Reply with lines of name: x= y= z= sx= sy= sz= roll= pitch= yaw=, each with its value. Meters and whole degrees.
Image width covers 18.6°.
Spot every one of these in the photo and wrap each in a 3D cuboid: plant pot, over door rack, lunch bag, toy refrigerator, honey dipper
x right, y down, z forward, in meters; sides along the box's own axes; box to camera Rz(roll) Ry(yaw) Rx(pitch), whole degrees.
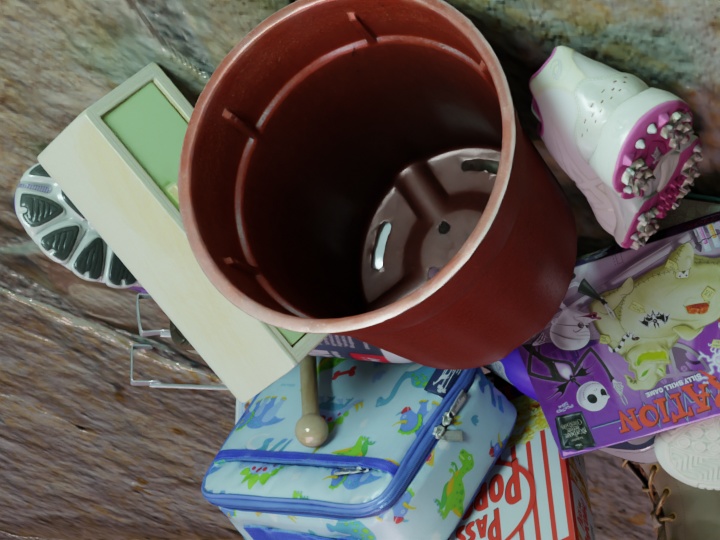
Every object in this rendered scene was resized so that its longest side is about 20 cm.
plant pot: x=0.028 y=-0.035 z=1.278 sx=0.200 sy=0.201 sz=0.195 roll=2 pitch=164 yaw=25
over door rack: x=-0.097 y=0.091 z=1.816 sx=0.200 sy=0.067 sz=0.148 roll=14 pitch=158 yaw=-4
lunch bag: x=-0.003 y=0.124 z=1.502 sx=0.200 sy=0.161 sz=0.082 roll=0 pitch=136 yaw=48
toy refrigerator: x=-0.099 y=-0.025 z=1.365 sx=0.200 sy=0.076 sz=0.070 roll=51 pitch=135 yaw=-3
honey dipper: x=-0.038 y=0.054 z=1.524 sx=0.038 sy=0.200 sz=0.038 roll=-1 pitch=127 yaw=-2

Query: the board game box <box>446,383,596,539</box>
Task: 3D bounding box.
board game box: x=0.079 y=0.165 z=1.488 sx=0.151 sy=0.200 sz=0.046 roll=-24 pitch=119 yaw=13

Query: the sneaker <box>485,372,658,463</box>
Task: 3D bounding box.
sneaker: x=0.129 y=0.076 z=1.648 sx=0.202 sy=0.077 sz=0.146 roll=2 pitch=149 yaw=45

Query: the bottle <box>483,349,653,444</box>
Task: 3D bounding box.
bottle: x=0.122 y=0.052 z=1.490 sx=0.200 sy=0.065 sz=0.083 roll=31 pitch=-178 yaw=40

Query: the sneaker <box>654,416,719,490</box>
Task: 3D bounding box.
sneaker: x=0.284 y=0.066 z=1.432 sx=0.200 sy=0.111 sz=0.077 roll=-28 pitch=112 yaw=20

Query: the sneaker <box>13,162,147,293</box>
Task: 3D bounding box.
sneaker: x=-0.172 y=-0.014 z=1.581 sx=0.200 sy=0.081 sz=0.083 roll=29 pitch=159 yaw=-37

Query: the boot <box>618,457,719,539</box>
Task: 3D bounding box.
boot: x=0.233 y=0.178 z=1.727 sx=0.200 sy=0.156 sz=0.073 roll=12 pitch=159 yaw=0

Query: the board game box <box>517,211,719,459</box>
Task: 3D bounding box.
board game box: x=0.196 y=0.036 z=1.369 sx=0.200 sy=0.032 sz=0.120 roll=-19 pitch=103 yaw=25

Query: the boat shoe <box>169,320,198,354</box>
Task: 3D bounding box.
boat shoe: x=-0.048 y=0.040 z=1.665 sx=0.202 sy=0.075 sz=0.075 roll=5 pitch=167 yaw=41

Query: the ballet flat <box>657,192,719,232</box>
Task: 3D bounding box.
ballet flat: x=0.248 y=-0.008 z=1.378 sx=0.200 sy=0.062 sz=0.067 roll=7 pitch=158 yaw=15

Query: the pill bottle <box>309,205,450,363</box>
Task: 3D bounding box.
pill bottle: x=0.000 y=0.000 z=1.455 sx=0.200 sy=0.120 sz=0.120 roll=4 pitch=158 yaw=21

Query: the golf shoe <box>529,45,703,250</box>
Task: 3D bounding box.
golf shoe: x=0.147 y=-0.075 z=1.283 sx=0.091 sy=0.075 sz=0.200 roll=38 pitch=172 yaw=18

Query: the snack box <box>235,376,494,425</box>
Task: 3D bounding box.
snack box: x=0.001 y=0.111 z=1.631 sx=0.200 sy=0.072 sz=0.024 roll=1 pitch=178 yaw=23
